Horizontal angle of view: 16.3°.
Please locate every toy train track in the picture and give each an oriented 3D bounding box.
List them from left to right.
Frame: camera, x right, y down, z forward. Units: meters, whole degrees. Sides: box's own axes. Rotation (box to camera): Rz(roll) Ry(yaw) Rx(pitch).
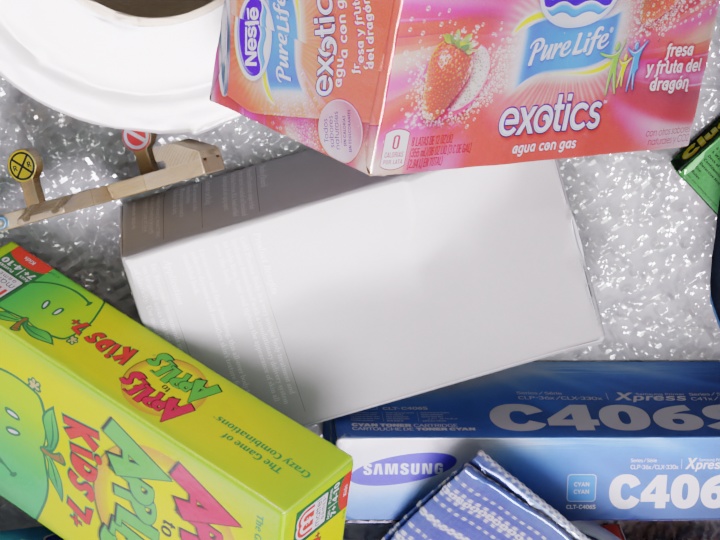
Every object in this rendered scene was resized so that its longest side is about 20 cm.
[{"bbox_3d":[-0.156,-0.034,1.110,0.199,0.115,0.033,-15,93,20],"label":"toy train track"}]

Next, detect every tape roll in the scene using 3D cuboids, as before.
[{"bbox_3d":[-0.088,-0.163,1.075,0.201,0.071,0.203,-1,109,-4],"label":"tape roll"}]

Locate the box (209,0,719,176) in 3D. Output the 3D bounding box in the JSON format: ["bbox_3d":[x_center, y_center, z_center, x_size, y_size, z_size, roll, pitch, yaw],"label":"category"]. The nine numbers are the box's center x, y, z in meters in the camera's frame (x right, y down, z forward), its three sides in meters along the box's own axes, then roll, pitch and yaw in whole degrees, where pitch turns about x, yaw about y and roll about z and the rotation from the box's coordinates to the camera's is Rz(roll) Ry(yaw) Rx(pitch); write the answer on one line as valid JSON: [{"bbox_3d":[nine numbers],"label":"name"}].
[{"bbox_3d":[0.048,-0.104,1.036,0.200,0.102,0.095,-7,114,-44],"label":"box"}]

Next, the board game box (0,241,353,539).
[{"bbox_3d":[-0.098,0.081,1.096,0.200,0.048,0.102,31,134,26],"label":"board game box"}]

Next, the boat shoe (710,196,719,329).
[{"bbox_3d":[0.201,-0.052,1.110,0.084,0.069,0.201,-2,108,-4],"label":"boat shoe"}]

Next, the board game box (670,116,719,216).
[{"bbox_3d":[0.247,-0.014,1.174,0.105,0.023,0.200,-41,107,11],"label":"board game box"}]

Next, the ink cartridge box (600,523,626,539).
[{"bbox_3d":[0.101,0.184,1.219,0.199,0.050,0.109,-9,109,-2],"label":"ink cartridge box"}]

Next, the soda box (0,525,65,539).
[{"bbox_3d":[-0.156,0.158,1.121,0.200,0.064,0.068,-2,104,-46],"label":"soda box"}]

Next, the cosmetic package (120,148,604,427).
[{"bbox_3d":[0.000,0.000,1.131,0.199,0.090,0.107,-15,110,-1],"label":"cosmetic package"}]

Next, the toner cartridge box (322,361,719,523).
[{"bbox_3d":[0.084,0.077,1.157,0.199,0.095,0.043,0,108,-4],"label":"toner cartridge box"}]

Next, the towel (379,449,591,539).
[{"bbox_3d":[0.051,0.178,1.130,0.145,0.024,0.200,40,132,-2],"label":"towel"}]

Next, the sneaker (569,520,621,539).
[{"bbox_3d":[0.128,0.188,1.158,0.073,0.071,0.200,-41,107,9],"label":"sneaker"}]
